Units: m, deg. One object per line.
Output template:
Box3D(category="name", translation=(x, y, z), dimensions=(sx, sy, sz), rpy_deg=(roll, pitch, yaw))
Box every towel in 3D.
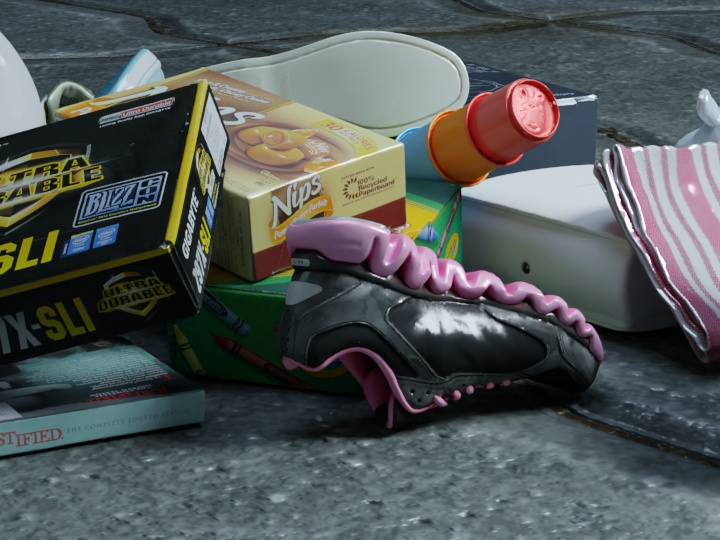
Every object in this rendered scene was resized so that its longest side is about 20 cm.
Box3D(category="towel", translation=(0.244, -0.020, 1.210), dimensions=(0.199, 0.030, 0.147), rpy_deg=(-7, 58, -34))

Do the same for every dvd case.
Box3D(category="dvd case", translation=(-0.190, 0.056, 1.091), dimensions=(0.145, 0.022, 0.200), rpy_deg=(-8, 15, -29))

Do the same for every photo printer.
Box3D(category="photo printer", translation=(0.157, -0.021, 1.305), dimensions=(0.165, 0.070, 0.199), rpy_deg=(-10, 18, -36))

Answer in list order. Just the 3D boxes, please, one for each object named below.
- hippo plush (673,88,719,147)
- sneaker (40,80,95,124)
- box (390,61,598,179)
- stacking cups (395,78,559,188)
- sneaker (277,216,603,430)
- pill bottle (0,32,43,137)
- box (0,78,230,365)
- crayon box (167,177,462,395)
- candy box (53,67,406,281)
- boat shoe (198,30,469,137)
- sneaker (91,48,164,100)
Box3D(category="hippo plush", translation=(0.299, -0.070, 1.366), dimensions=(0.160, 0.160, 0.200), rpy_deg=(-33, -5, -35))
Box3D(category="sneaker", translation=(-0.225, -0.106, 1.593), dimensions=(0.067, 0.091, 0.200), rpy_deg=(-4, 14, -14))
Box3D(category="box", translation=(0.063, -0.088, 1.494), dimensions=(0.147, 0.108, 0.200), rpy_deg=(-5, 14, -23))
Box3D(category="stacking cups", translation=(0.052, -0.066, 1.273), dimensions=(0.060, 0.061, 0.200), rpy_deg=(-9, -7, -34))
Box3D(category="sneaker", translation=(0.038, 0.042, 1.056), dimensions=(0.199, 0.096, 0.079), rpy_deg=(20, -14, -27))
Box3D(category="pill bottle", translation=(-0.308, -0.075, 1.269), dimensions=(0.199, 0.115, 0.114), rpy_deg=(-30, 5, 19))
Box3D(category="box", translation=(-0.173, -0.018, 1.063), dimensions=(0.199, 0.050, 0.160), rpy_deg=(-14, 36, 13))
Box3D(category="crayon box", translation=(-0.022, 0.001, 1.183), dimensions=(0.118, 0.059, 0.200), rpy_deg=(6, 23, 17))
Box3D(category="candy box", translation=(-0.079, -0.061, 1.186), dimensions=(0.115, 0.056, 0.199), rpy_deg=(-20, 29, -35))
Box3D(category="boat shoe", translation=(-0.027, -0.111, 1.351), dimensions=(0.198, 0.075, 0.062), rpy_deg=(-12, -7, 0))
Box3D(category="sneaker", translation=(-0.131, -0.085, 1.423), dimensions=(0.131, 0.080, 0.200), rpy_deg=(44, 4, -4))
